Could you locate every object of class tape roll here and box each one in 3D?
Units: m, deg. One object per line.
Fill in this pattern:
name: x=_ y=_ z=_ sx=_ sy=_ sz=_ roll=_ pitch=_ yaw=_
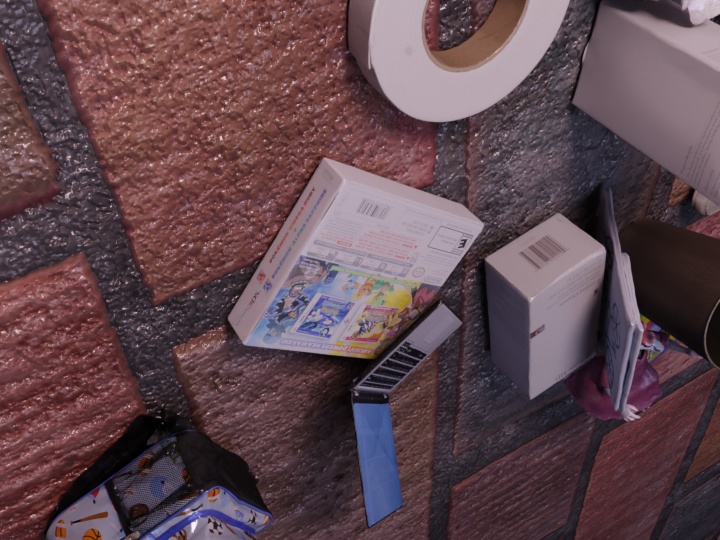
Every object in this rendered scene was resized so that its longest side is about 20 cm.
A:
tape roll: x=0.083 y=-0.215 z=0.647 sx=0.202 sy=0.037 sz=0.203 roll=-22 pitch=137 yaw=-21

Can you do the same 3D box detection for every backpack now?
backpack: x=-0.195 y=0.259 z=0.786 sx=0.190 sy=0.154 sz=0.200 roll=-28 pitch=143 yaw=1

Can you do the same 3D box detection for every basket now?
basket: x=0.402 y=0.020 z=0.972 sx=0.180 sy=0.200 sz=0.136 roll=-5 pitch=112 yaw=-26

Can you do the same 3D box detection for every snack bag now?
snack bag: x=0.297 y=0.036 z=0.945 sx=0.021 sy=0.200 sz=0.189 roll=-4 pitch=141 yaw=9

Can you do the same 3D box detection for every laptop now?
laptop: x=0.062 y=0.149 z=0.858 sx=0.200 sy=0.116 sz=0.187 roll=-44 pitch=164 yaw=3

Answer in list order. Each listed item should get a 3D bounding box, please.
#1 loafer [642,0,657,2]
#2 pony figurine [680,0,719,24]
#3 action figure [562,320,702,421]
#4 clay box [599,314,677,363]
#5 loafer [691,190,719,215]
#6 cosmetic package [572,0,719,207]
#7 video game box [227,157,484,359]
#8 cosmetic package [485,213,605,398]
loafer: x=0.229 y=-0.303 z=0.654 sx=0.073 sy=0.071 sz=0.200 roll=-37 pitch=141 yaw=-4
pony figurine: x=0.318 y=-0.306 z=0.627 sx=0.166 sy=0.201 sz=0.193 roll=-13 pitch=149 yaw=26
action figure: x=0.353 y=0.116 z=1.074 sx=0.134 sy=0.149 sz=0.200 roll=-31 pitch=144 yaw=-15
clay box: x=0.400 y=0.068 z=1.154 sx=0.115 sy=0.048 sz=0.200 roll=-41 pitch=142 yaw=0
loafer: x=0.516 y=-0.131 z=1.044 sx=0.200 sy=0.070 sz=0.070 roll=-35 pitch=141 yaw=-6
cosmetic package: x=0.297 y=-0.162 z=0.740 sx=0.081 sy=0.200 sz=0.113 roll=-17 pitch=138 yaw=-25
video game box: x=0.000 y=0.000 z=0.773 sx=0.200 sy=0.047 sz=0.182 roll=13 pitch=116 yaw=-45
cosmetic package: x=0.215 y=0.046 z=0.948 sx=0.113 sy=0.081 sz=0.200 roll=-32 pitch=139 yaw=-13
